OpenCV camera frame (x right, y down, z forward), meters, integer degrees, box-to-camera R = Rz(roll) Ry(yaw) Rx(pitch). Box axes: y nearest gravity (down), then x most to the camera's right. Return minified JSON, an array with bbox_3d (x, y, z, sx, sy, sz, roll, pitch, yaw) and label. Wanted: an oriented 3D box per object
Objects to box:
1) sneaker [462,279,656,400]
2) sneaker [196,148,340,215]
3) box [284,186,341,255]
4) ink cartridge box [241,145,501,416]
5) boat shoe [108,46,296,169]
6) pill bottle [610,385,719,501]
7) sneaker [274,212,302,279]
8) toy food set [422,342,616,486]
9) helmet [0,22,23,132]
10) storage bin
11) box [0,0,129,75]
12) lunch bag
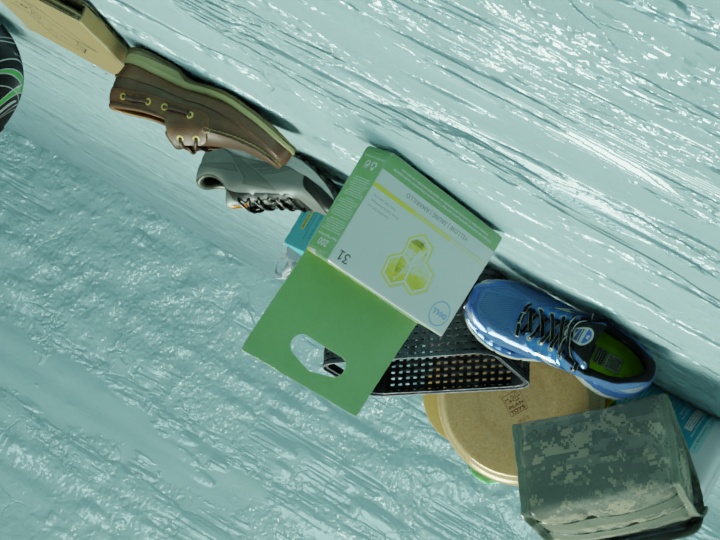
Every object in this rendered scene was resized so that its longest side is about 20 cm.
[{"bbox_3d":[0.194,0.058,1.220,0.199,0.079,0.089,22,167,0],"label":"sneaker"},{"bbox_3d":[-0.091,-0.086,1.336,0.200,0.080,0.074,25,171,34],"label":"sneaker"},{"bbox_3d":[0.008,-0.028,1.316,0.049,0.083,0.200,35,172,-39],"label":"box"},{"bbox_3d":[0.012,0.017,1.077,0.145,0.201,0.048,34,176,-34],"label":"ink cartridge box"},{"bbox_3d":[-0.153,-0.141,1.219,0.199,0.068,0.072,29,174,17],"label":"boat shoe"},{"bbox_3d":[0.313,0.182,1.451,0.199,0.111,0.111,29,175,22],"label":"pill bottle"},{"bbox_3d":[0.000,0.000,1.435,0.199,0.115,0.075,28,175,17],"label":"sneaker"},{"bbox_3d":[0.177,0.146,1.424,0.198,0.200,0.049,47,-164,15],"label":"toy food set"},{"bbox_3d":[-0.513,-0.243,1.588,0.199,0.191,0.201,20,137,21],"label":"helmet"},{"bbox_3d":[0.072,0.069,1.363,0.199,0.094,0.135,-7,157,25],"label":"storage bin"},{"bbox_3d":[-0.302,-0.251,1.262,0.163,0.021,0.200,29,175,13],"label":"box"},{"bbox_3d":[0.259,0.223,1.307,0.163,0.118,0.200,-14,148,18],"label":"lunch bag"}]
